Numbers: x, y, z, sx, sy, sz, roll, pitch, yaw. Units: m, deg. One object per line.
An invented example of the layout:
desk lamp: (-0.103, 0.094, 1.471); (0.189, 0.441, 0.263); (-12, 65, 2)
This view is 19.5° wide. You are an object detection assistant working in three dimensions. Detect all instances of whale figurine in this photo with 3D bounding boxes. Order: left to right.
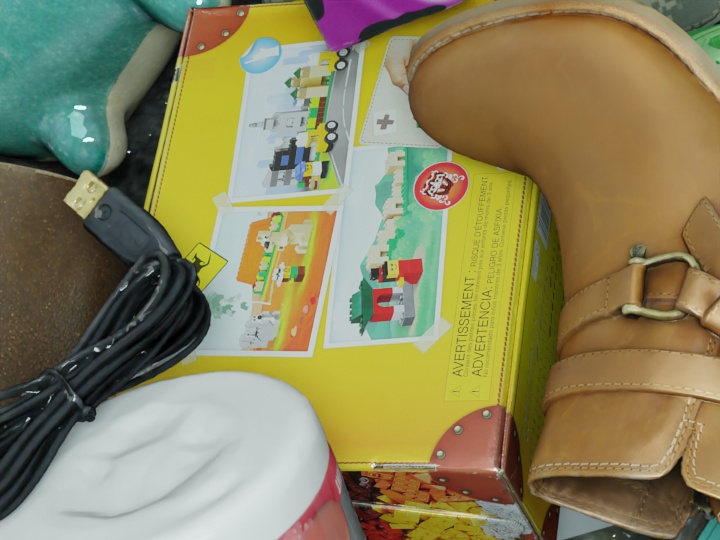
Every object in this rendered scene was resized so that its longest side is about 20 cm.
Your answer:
whale figurine: (-0.130, -0.118, 0.882); (0.200, 0.104, 0.159); (-11, 80, 54)

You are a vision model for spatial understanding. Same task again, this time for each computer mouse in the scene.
computer mouse: (-0.146, -0.008, 0.675); (0.200, 0.046, 0.140); (31, 53, 31)

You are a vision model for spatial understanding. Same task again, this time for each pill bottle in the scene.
pill bottle: (-0.035, 0.141, 0.661); (0.111, 0.200, 0.111); (-16, 25, 8)

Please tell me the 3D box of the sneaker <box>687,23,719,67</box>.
sneaker: (0.130, -0.037, 0.753); (0.084, 0.074, 0.200); (-29, 28, 29)

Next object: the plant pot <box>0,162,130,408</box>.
plant pot: (-0.178, 0.078, 0.794); (0.187, 0.187, 0.200); (-6, 74, 18)

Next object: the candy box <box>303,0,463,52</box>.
candy box: (-0.024, -0.197, 0.744); (0.061, 0.136, 0.200); (-21, 52, 7)

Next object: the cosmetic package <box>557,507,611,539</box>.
cosmetic package: (0.020, 0.041, 0.804); (0.200, 0.052, 0.151); (-18, 57, 10)

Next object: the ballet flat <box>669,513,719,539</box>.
ballet flat: (0.147, 0.078, 0.718); (0.072, 0.072, 0.200); (23, 69, 31)

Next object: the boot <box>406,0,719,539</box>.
boot: (0.080, 0.003, 0.637); (0.200, 0.077, 0.155); (15, 66, 23)

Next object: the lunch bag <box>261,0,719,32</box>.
lunch bag: (0.041, -0.169, 0.877); (0.200, 0.139, 0.168); (-21, 44, 10)

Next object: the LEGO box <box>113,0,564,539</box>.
LEGO box: (0.000, 0.000, 0.757); (0.149, 0.077, 0.200); (-2, 60, 20)
